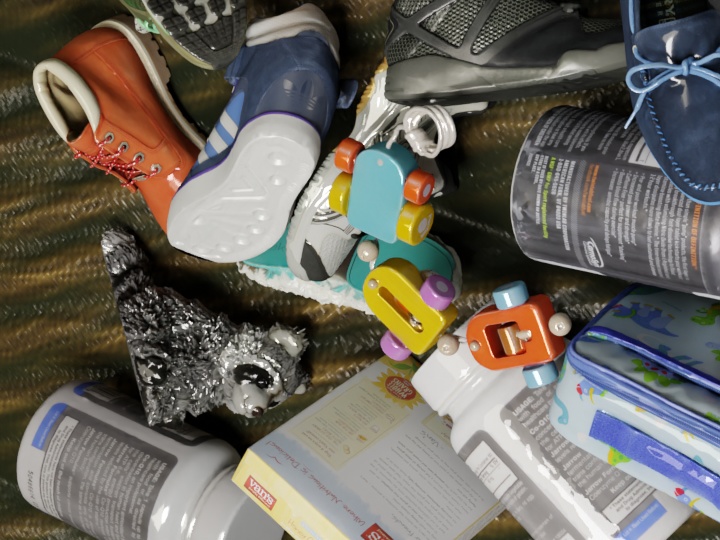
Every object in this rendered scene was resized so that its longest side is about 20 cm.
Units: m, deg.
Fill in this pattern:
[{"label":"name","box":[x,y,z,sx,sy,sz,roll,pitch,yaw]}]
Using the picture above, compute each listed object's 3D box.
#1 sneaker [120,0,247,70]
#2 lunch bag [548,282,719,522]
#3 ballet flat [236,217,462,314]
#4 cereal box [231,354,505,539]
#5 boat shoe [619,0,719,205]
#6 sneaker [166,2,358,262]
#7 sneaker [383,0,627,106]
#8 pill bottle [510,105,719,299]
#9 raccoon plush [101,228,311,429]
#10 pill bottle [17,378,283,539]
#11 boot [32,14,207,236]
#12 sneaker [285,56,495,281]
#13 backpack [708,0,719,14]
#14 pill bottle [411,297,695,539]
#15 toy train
[{"label":"sneaker","box":[-0.142,-0.202,1.638,0.200,0.077,0.089,53,156,34]},{"label":"lunch bag","box":[0.232,0.089,1.441,0.199,0.161,0.083,28,124,25]},{"label":"ballet flat","box":[0.000,0.000,1.641,0.199,0.072,0.072,13,117,34]},{"label":"cereal box","box":[0.021,0.145,1.593,0.144,0.200,0.040,41,128,15]},{"label":"boat shoe","box":[0.189,-0.138,1.376,0.084,0.069,0.201,-19,70,4]},{"label":"sneaker","box":[-0.072,-0.107,1.619,0.080,0.147,0.200,20,147,-16]},{"label":"sneaker","box":[0.109,-0.170,1.468,0.198,0.076,0.115,-2,88,22]},{"label":"pill bottle","box":[0.205,-0.040,1.438,0.199,0.106,0.107,13,117,31]},{"label":"raccoon plush","box":[-0.118,0.032,1.735,0.097,0.133,0.201,90,163,-67]},{"label":"pill bottle","box":[-0.164,0.173,1.786,0.199,0.114,0.114,23,122,27]},{"label":"boot","box":[-0.173,-0.087,1.694,0.075,0.107,0.201,-29,93,39]},{"label":"sneaker","box":[0.021,-0.064,1.562,0.087,0.076,0.201,33,111,7]},{"label":"backpack","box":[0.293,-0.171,1.306,0.200,0.126,0.167,39,116,17]},{"label":"pill bottle","box":[0.135,0.119,1.556,0.200,0.114,0.114,48,130,9]},{"label":"toy train","box":[0.063,-0.014,1.491,0.150,0.056,0.201,-19,98,39]}]
